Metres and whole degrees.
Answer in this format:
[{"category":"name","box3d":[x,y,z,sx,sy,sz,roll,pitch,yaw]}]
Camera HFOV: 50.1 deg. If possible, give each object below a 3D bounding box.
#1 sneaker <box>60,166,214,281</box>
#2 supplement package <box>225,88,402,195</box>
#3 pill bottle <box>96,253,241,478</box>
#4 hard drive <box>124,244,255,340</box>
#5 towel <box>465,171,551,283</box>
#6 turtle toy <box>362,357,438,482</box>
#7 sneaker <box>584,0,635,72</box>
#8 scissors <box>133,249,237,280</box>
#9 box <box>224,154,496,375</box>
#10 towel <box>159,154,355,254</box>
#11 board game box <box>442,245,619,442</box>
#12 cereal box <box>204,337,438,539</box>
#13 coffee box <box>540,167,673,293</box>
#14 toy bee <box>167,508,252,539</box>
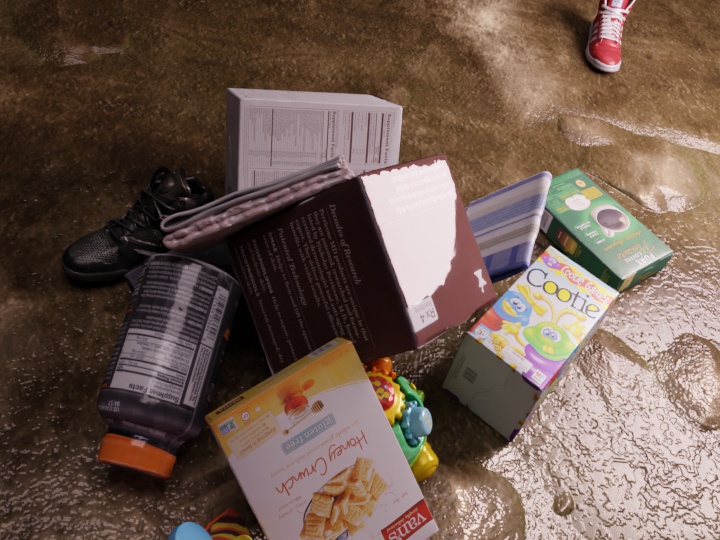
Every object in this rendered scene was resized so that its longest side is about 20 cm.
[{"category":"sneaker","box3d":[-0.259,-0.061,0.908,0.197,0.115,0.076,-21,53,-28]},{"category":"supplement package","box3d":[-0.066,-0.144,0.977,0.196,0.154,0.152,-1,17,-16]},{"category":"pill bottle","box3d":[-0.192,0.096,0.754,0.104,0.106,0.204,14,70,-1]},{"category":"hard drive","box3d":[-0.160,0.018,0.908,0.198,0.043,0.135,-27,59,-34]},{"category":"towel","box3d":[0.176,-0.046,1.009,0.024,0.145,0.201,49,40,-22]},{"category":"turtle toy","box3d":[-0.010,0.158,0.774,0.198,0.102,0.146,-21,55,-31]},{"category":"sneaker","box3d":[0.492,-0.479,1.507,0.070,0.114,0.202,14,45,-1]},{"category":"scissors","box3d":[-0.159,-0.002,0.890,0.197,0.014,0.074,23,48,8]},{"category":"box","box3d":[0.000,0.000,0.800,0.165,0.198,0.167,-21,91,-52]},{"category":"towel","box3d":[-0.104,-0.066,0.809,0.197,0.191,0.033,-21,91,-4]},{"category":"board game box","box3d":[0.201,0.081,0.903,0.102,0.106,0.199,36,49,18]},{"category":"cereal box","box3d":[-0.031,0.183,0.685,0.142,0.039,0.203,-29,100,-18]},{"category":"coffee box","box3d":[0.337,-0.059,1.115,0.122,0.044,0.200,-22,56,-31]},{"category":"toy bee","box3d":[-0.147,0.270,0.619,0.198,0.131,0.110,-14,65,-48]}]
